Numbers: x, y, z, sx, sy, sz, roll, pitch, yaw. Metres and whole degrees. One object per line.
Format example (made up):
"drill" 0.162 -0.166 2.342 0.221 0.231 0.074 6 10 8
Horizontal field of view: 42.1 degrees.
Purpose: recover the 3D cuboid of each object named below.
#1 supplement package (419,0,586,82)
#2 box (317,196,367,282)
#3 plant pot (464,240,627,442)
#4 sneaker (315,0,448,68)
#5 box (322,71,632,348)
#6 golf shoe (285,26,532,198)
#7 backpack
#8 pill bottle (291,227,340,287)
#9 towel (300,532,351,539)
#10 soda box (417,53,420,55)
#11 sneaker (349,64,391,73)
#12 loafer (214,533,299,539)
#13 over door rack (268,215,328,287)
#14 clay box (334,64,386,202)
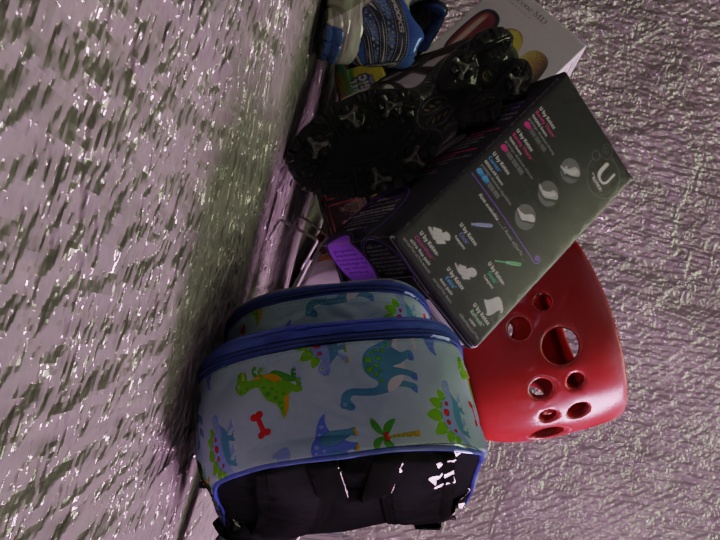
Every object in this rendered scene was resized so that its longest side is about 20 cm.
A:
"supplement package" 0.112 -0.176 0.950 0.200 0.114 0.110 -44 170 -16
"box" 0.000 0.000 0.868 0.137 0.040 0.200 178 -103 -87
"plant pot" 0.133 0.071 0.904 0.200 0.182 0.201 165 -90 -87
"sneaker" 0.024 -0.201 0.724 0.200 0.085 0.077 -74 179 -54
"box" 0.090 -0.044 0.724 0.200 0.106 0.122 -44 -163 -21
"golf shoe" 0.032 -0.116 0.718 0.078 0.200 0.094 66 -10 -16
"backpack" -0.017 0.089 0.595 0.200 0.183 0.147 94 -12 -68
"pill bottle" -0.013 0.006 1.097 0.200 0.113 0.113 -74 179 -66
"towel" -0.084 0.325 1.146 0.200 0.147 0.024 106 -9 -77
"soda box" 0.018 -0.183 1.045 0.200 0.071 0.063 104 3 -48
"sneaker" 0.025 -0.263 0.861 0.115 0.075 0.200 -10 134 -60
"loafer" -0.043 0.164 0.726 0.200 0.063 0.072 -54 -179 -9
"over door rack" -0.058 0.059 0.771 0.148 0.066 0.200 -70 176 -86
"clay box" 0.020 -0.095 0.849 0.200 0.047 0.115 81 -9 -53
